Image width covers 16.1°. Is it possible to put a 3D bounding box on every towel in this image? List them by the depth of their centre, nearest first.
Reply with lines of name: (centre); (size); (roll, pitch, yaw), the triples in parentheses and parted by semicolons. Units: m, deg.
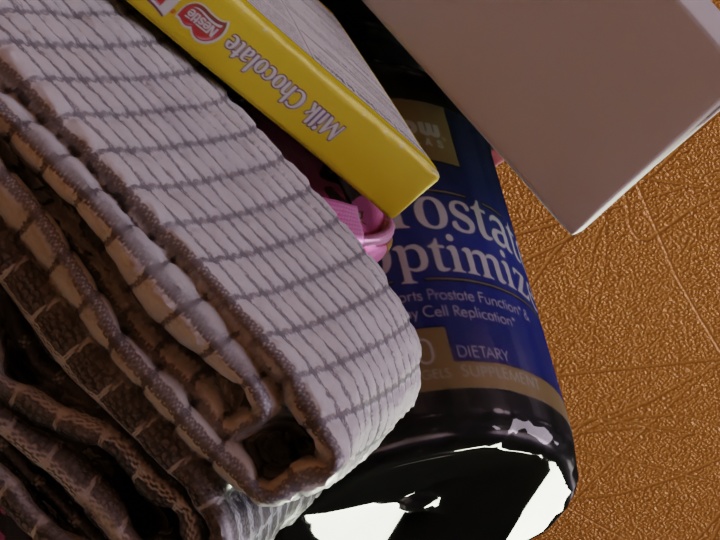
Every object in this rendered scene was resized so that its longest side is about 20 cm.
towel: (-0.079, -0.011, 0.667); (0.086, 0.200, 0.166); (-44, 177, 12)

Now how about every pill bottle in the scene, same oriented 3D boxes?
pill bottle: (0.000, 0.000, 0.883); (0.112, 0.111, 0.201); (89, -11, -57)

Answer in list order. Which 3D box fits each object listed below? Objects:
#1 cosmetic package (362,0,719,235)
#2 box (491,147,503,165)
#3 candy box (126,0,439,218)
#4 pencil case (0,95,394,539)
cosmetic package: (0.041, -0.117, 0.877); (0.085, 0.200, 0.108); (-43, -178, 13)
box: (0.001, -0.142, 1.043); (0.109, 0.200, 0.128); (-33, -157, 50)
candy box: (-0.059, -0.098, 0.750); (0.200, 0.026, 0.102); (39, 16, -38)
pencil case: (-0.077, 0.038, 0.804); (0.200, 0.083, 0.086); (-51, 172, 15)
